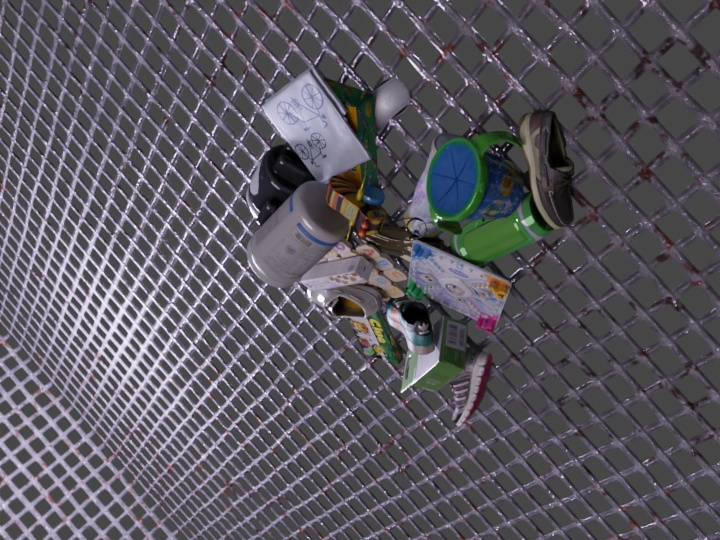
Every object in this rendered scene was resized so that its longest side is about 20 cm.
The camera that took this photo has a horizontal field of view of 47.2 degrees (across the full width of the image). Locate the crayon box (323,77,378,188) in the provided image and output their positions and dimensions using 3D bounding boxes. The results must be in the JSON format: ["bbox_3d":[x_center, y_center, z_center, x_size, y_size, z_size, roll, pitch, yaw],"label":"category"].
[{"bbox_3d":[-0.032,-0.250,1.557,0.117,0.058,0.203,24,139,29],"label":"crayon box"}]

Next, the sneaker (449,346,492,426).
[{"bbox_3d":[0.217,0.239,1.741,0.086,0.074,0.203,27,129,23],"label":"sneaker"}]

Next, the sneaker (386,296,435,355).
[{"bbox_3d":[0.103,0.089,1.685,0.200,0.070,0.081,-127,29,-59],"label":"sneaker"}]

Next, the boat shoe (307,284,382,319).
[{"bbox_3d":[-0.047,0.066,1.745,0.197,0.070,0.072,12,126,37],"label":"boat shoe"}]

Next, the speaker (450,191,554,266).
[{"bbox_3d":[0.252,-0.071,1.474,0.199,0.088,0.089,-26,101,48],"label":"speaker"}]

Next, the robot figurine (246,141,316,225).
[{"bbox_3d":[-0.163,-0.178,1.695,0.126,0.149,0.200,60,144,13],"label":"robot figurine"}]

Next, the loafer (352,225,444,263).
[{"bbox_3d":[0.082,-0.063,1.634,0.197,0.076,0.069,22,108,3],"label":"loafer"}]

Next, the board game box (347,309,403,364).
[{"bbox_3d":[0.021,0.124,1.831,0.103,0.024,0.202,9,138,37],"label":"board game box"}]

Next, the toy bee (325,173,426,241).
[{"bbox_3d":[0.009,-0.110,1.494,0.197,0.108,0.133,10,116,28],"label":"toy bee"}]

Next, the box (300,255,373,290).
[{"bbox_3d":[-0.050,0.007,1.691,0.039,0.042,0.198,37,152,-28],"label":"box"}]

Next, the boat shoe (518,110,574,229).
[{"bbox_3d":[0.319,-0.165,1.357,0.065,0.071,0.204,-4,112,48],"label":"boat shoe"}]

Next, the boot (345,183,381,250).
[{"bbox_3d":[-0.002,-0.088,1.710,0.186,0.064,0.199,45,131,-10],"label":"boot"}]

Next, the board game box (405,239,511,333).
[{"bbox_3d":[0.181,0.036,1.580,0.197,0.026,0.201,24,155,12],"label":"board game box"}]

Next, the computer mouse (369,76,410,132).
[{"bbox_3d":[0.015,-0.295,1.550,0.110,0.044,0.199,54,139,-4],"label":"computer mouse"}]

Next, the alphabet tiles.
[{"bbox_3d":[0.000,0.000,1.696,0.199,0.015,0.194,39,150,-25],"label":"alphabet tiles"}]

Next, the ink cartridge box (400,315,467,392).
[{"bbox_3d":[0.153,0.185,1.714,0.058,0.106,0.200,17,148,-13],"label":"ink cartridge box"}]

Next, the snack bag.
[{"bbox_3d":[-0.078,-0.261,1.526,0.201,0.021,0.187,53,145,-13],"label":"snack bag"}]

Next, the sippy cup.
[{"bbox_3d":[0.200,-0.144,1.380,0.177,0.128,0.143,-16,72,53],"label":"sippy cup"}]

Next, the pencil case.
[{"bbox_3d":[0.142,-0.153,1.506,0.083,0.090,0.202,39,137,18],"label":"pencil case"}]

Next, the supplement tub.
[{"bbox_3d":[-0.122,-0.069,1.616,0.133,0.132,0.199,50,130,-1],"label":"supplement tub"}]
